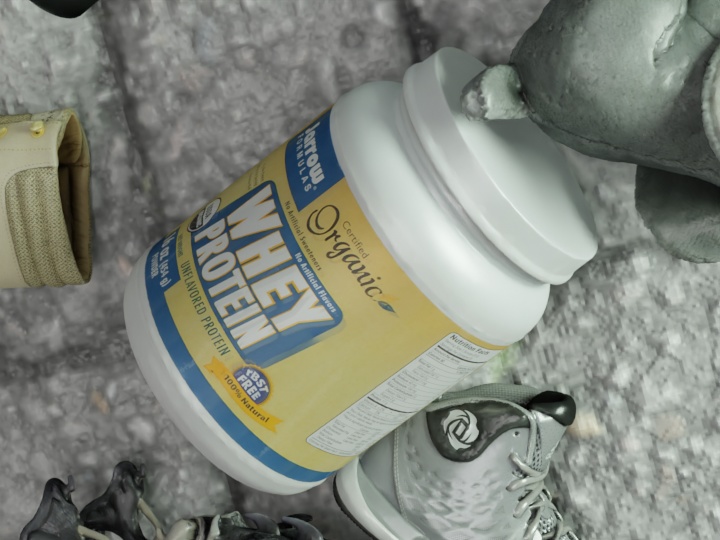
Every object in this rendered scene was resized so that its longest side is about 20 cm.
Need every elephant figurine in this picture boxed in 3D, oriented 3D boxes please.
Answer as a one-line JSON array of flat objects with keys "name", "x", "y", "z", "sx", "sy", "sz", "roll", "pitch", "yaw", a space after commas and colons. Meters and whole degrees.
[{"name": "elephant figurine", "x": 0.178, "y": -0.071, "z": 1.210, "sx": 0.200, "sy": 0.141, "sz": 0.155, "roll": 43, "pitch": 105, "yaw": 9}]

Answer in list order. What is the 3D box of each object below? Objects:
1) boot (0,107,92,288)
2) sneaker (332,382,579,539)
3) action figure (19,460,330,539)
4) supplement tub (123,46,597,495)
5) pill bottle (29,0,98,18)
[{"name": "boot", "x": -0.221, "y": -0.078, "z": 1.371, "sx": 0.154, "sy": 0.073, "sz": 0.201, "roll": -9, "pitch": 92, "yaw": 15}, {"name": "sneaker", "x": 0.089, "y": 0.124, "z": 1.317, "sx": 0.200, "sy": 0.075, "sz": 0.116, "roll": 37, "pitch": 107, "yaw": 8}, {"name": "action figure", "x": -0.071, "y": 0.166, "z": 1.354, "sx": 0.199, "sy": 0.119, "sz": 0.103, "roll": 16, "pitch": 104, "yaw": 26}, {"name": "supplement tub", "x": 0.000, "y": 0.000, "z": 1.279, "sx": 0.200, "sy": 0.145, "sz": 0.145, "roll": -37, "pitch": 89, "yaw": 20}, {"name": "pill bottle", "x": -0.095, "y": -0.216, "z": 1.281, "sx": 0.200, "sy": 0.112, "sz": 0.112, "roll": -38, "pitch": 89, "yaw": 21}]
